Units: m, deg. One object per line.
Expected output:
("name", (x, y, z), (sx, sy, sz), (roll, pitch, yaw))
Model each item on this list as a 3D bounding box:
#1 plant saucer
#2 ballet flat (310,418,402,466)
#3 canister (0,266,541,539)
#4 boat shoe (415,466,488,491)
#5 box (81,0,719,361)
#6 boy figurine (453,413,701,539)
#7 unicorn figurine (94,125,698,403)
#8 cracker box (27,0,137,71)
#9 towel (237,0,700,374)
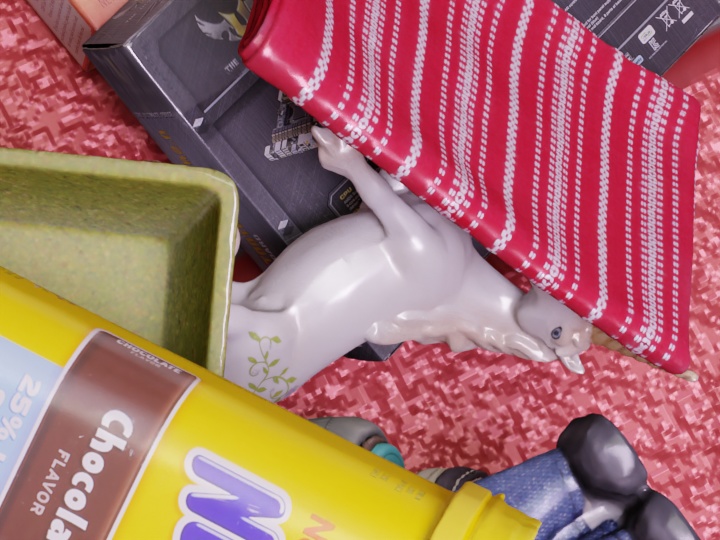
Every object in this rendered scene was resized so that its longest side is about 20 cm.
("plant saucer", (-0.141, 0.055, 0.980), (0.198, 0.048, 0.201), (6, 96, 7))
("ballet flat", (-0.023, 0.153, 1.065), (0.063, 0.067, 0.201), (0, 75, 19))
("canister", (-0.065, 0.100, 0.907), (0.199, 0.087, 0.149), (26, 97, 6))
("boat shoe", (0.072, 0.162, 1.061), (0.065, 0.072, 0.201), (-19, 87, 28))
("box", (0.019, -0.090, 1.107), (0.200, 0.048, 0.159), (-46, 109, -15))
("boy figurine", (0.014, 0.126, 0.997), (0.199, 0.064, 0.125), (-32, 83, -15))
("unicorn figurine", (0.000, 0.000, 1.042), (0.199, 0.074, 0.138), (-20, 123, 6))
("cracker box", (-0.114, -0.197, 1.132), (0.134, 0.058, 0.200), (-39, 85, -16))
("towel", (0.045, -0.065, 1.032), (0.200, 0.022, 0.145), (36, 37, -21))
